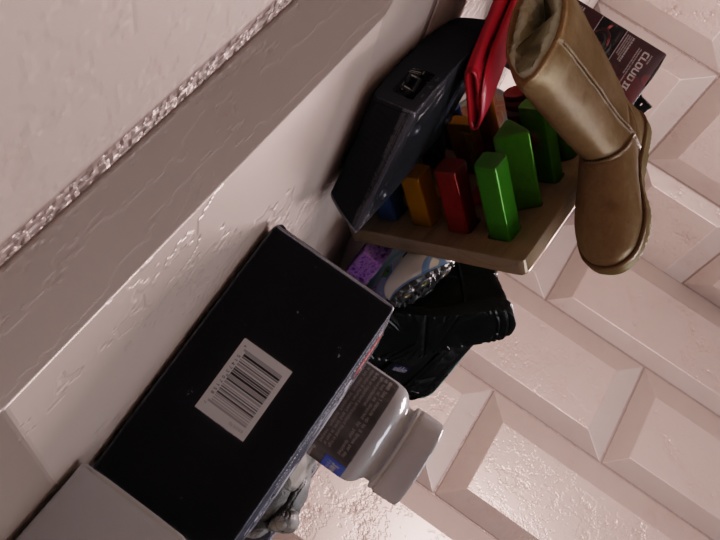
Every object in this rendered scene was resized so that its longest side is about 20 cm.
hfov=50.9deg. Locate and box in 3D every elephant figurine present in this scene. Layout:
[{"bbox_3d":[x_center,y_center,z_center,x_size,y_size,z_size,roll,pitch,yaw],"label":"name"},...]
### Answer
[{"bbox_3d":[-0.113,0.234,0.962,0.156,0.141,0.201,-97,-165,-54],"label":"elephant figurine"}]

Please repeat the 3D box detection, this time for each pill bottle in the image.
[{"bbox_3d":[-0.021,0.142,0.778,0.114,0.200,0.114,-54,173,-10],"label":"pill bottle"}]

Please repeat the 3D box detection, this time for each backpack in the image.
[{"bbox_3d":[0.071,0.056,1.001,0.200,0.175,0.154,-46,-141,29],"label":"backpack"}]

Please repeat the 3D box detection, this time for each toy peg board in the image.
[{"bbox_3d":[0.110,-0.112,0.739,0.200,0.198,0.098,-48,135,-33],"label":"toy peg board"}]

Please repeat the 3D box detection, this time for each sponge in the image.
[{"bbox_3d":[0.000,0.000,0.868,0.112,0.030,0.200,-54,-178,-38],"label":"sponge"}]

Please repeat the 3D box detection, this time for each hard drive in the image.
[{"bbox_3d":[0.046,-0.130,0.624,0.200,0.042,0.135,-52,172,-46],"label":"hard drive"}]

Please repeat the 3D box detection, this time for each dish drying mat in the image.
[{"bbox_3d":[0.127,-0.219,0.630,0.077,0.018,0.201,68,41,-63],"label":"dish drying mat"}]

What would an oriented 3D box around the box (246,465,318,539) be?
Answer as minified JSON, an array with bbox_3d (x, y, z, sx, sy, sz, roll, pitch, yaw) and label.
[{"bbox_3d":[-0.186,0.412,1.270,0.201,0.104,0.182,-60,171,29],"label":"box"}]

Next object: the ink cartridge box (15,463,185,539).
[{"bbox_3d":[-0.188,0.230,0.488,0.145,0.084,0.200,-52,171,-31],"label":"ink cartridge box"}]

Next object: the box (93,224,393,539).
[{"bbox_3d":[-0.075,0.094,0.574,0.200,0.104,0.182,-54,175,-12],"label":"box"}]

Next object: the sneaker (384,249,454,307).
[{"bbox_3d":[0.075,-0.031,0.785,0.200,0.072,0.072,-44,176,-43],"label":"sneaker"}]

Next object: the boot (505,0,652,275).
[{"bbox_3d":[0.180,-0.112,0.632,0.200,0.066,0.176,33,59,-46],"label":"boot"}]

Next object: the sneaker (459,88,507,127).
[{"bbox_3d":[0.125,-0.158,0.997,0.200,0.071,0.080,-51,178,23],"label":"sneaker"}]

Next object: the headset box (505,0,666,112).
[{"bbox_3d":[0.243,-0.240,0.857,0.075,0.199,0.149,-57,174,8],"label":"headset box"}]

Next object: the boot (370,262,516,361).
[{"bbox_3d":[0.072,0.013,0.850,0.163,0.197,0.074,-98,-179,-47],"label":"boot"}]
